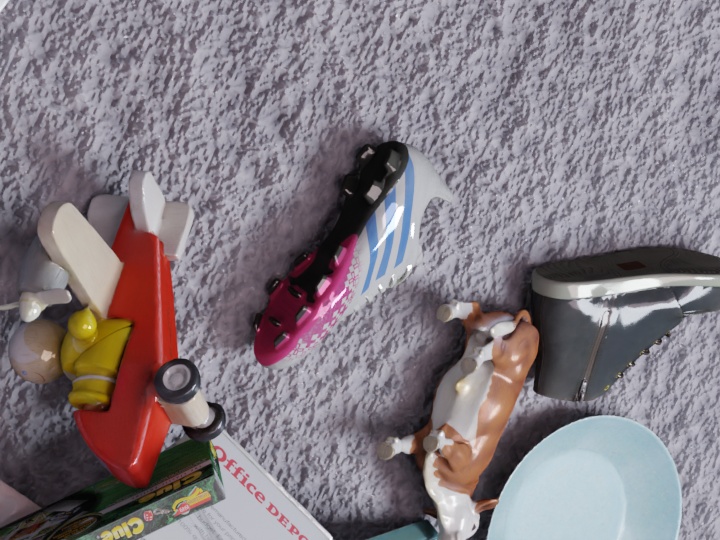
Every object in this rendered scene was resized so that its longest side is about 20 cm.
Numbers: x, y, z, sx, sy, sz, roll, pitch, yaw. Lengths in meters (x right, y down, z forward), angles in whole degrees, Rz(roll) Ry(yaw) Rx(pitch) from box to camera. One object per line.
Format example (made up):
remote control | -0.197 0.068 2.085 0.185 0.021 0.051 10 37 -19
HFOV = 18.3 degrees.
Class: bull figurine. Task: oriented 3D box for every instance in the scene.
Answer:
bull figurine | 0.079 0.118 1.745 0.121 0.065 0.201 26 83 -59

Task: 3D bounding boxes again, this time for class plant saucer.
plant saucer | 0.017 0.235 1.707 0.200 0.019 0.070 -1 108 -71
plant saucer | 0.178 0.212 1.856 0.200 0.039 0.202 -10 109 -29

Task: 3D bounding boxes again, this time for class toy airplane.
toy airplane | -0.175 0.032 1.529 0.140 0.199 0.201 -13 104 8

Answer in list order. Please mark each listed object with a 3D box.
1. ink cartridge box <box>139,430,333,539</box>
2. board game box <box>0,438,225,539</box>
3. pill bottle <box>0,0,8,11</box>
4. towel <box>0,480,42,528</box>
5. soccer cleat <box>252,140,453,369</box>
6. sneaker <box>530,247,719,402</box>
ink cartridge box | -0.122 0.226 1.570 0.145 0.083 0.200 46 40 -8
board game box | -0.186 0.171 1.493 0.199 0.105 0.024 -25 101 -1
pill bottle | -0.308 -0.231 1.391 0.200 0.113 0.113 43 80 -32
towel | -0.302 0.231 1.551 0.191 0.032 0.200 38 76 -23
soccer cleat | 0.000 0.000 1.669 0.086 0.070 0.200 37 83 -33
sneaker | 0.225 0.044 1.825 0.199 0.075 0.107 -4 110 -21
